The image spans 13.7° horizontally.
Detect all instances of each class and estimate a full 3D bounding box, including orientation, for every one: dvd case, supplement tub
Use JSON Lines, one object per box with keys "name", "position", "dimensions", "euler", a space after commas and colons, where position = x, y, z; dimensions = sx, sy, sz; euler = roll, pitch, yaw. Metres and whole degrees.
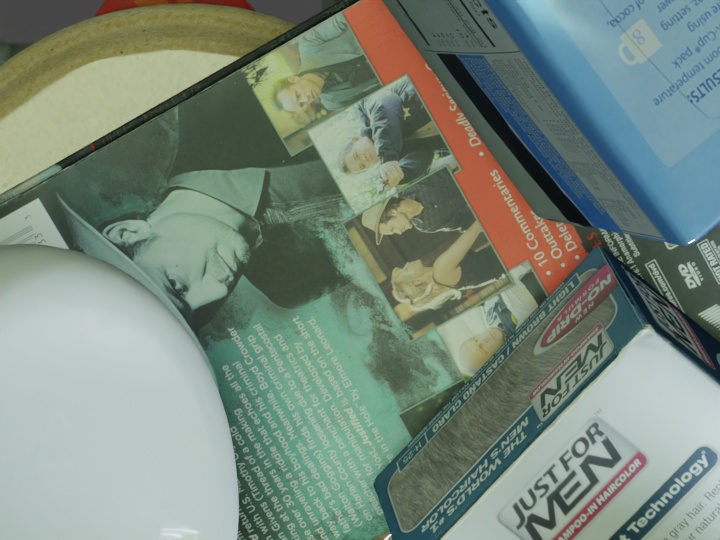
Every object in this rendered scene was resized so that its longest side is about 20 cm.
{"name": "dvd case", "position": [0.000, 0.000, 0.877], "dimensions": [0.200, 0.022, 0.146], "euler": [-30, 100, 6]}
{"name": "supplement tub", "position": [-0.148, 0.065, 0.839], "dimensions": [0.200, 0.144, 0.145], "euler": [0, 90, 41]}

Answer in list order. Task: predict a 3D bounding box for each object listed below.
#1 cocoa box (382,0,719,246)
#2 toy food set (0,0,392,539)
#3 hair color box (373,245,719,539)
{"name": "cocoa box", "position": [0.103, -0.119, 0.786], "dimensions": [0.200, 0.131, 0.133], "euler": [-39, 101, -6]}
{"name": "toy food set", "position": [-0.052, 0.010, 0.935], "dimensions": [0.200, 0.049, 0.198], "euler": [-27, 88, 4]}
{"name": "hair color box", "position": [0.111, 0.093, 0.871], "dimensions": [0.200, 0.061, 0.100], "euler": [38, 103, -23]}
